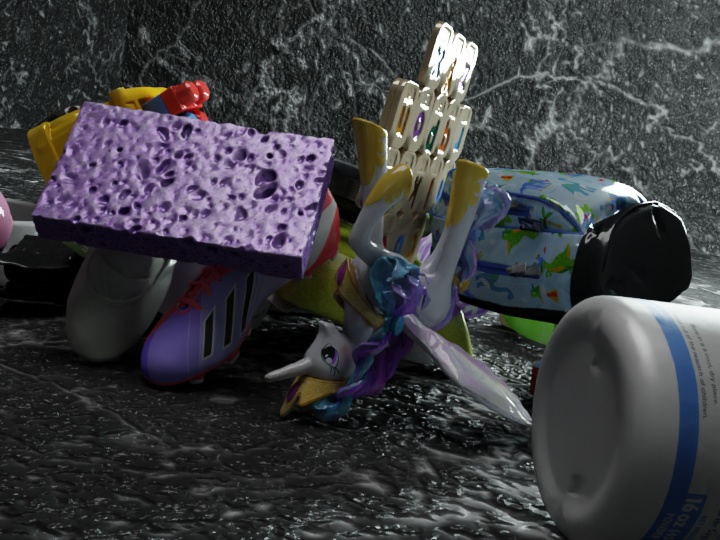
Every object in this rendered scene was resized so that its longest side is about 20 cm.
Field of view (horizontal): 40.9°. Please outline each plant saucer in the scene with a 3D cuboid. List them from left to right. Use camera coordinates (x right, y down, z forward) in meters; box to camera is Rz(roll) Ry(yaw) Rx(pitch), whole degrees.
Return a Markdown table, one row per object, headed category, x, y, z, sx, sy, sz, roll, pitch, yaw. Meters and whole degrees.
| category | x | y | z | sx | sy | sz | roll | pitch | yaw |
| --- | --- | --- | --- | --- | --- | --- | --- | --- | --- |
| plant saucer | 0.000 | 0.000 | 0.864 | 0.197 | 0.048 | 0.200 | 24 | 13 | -25 |

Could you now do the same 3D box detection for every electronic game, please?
| category | x | y | z | sx | sy | sz | roll | pitch | yaw |
| --- | --- | --- | --- | --- | --- | --- | --- | --- | --- |
| electronic game | -0.023 | -0.072 | 0.932 | 0.196 | 0.042 | 0.200 | 19 | -10 | 3 |

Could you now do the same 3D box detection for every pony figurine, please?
| category | x | y | z | sx | sy | sz | roll | pitch | yaw |
| --- | --- | --- | --- | --- | --- | --- | --- | --- | --- |
| pony figurine | 0.037 | 0.021 | 0.680 | 0.191 | 0.204 | 0.166 | 20 | -2 | -36 |

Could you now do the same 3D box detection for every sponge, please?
| category | x | y | z | sx | sy | sz | roll | pitch | yaw |
| --- | --- | --- | --- | --- | --- | --- | --- | --- | --- |
| sponge | -0.123 | -0.059 | 0.689 | 0.196 | 0.113 | 0.030 | 10 | -35 | 7 |

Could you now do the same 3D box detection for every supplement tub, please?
| category | x | y | z | sx | sy | sz | roll | pitch | yaw |
| --- | --- | --- | --- | --- | --- | --- | --- | --- | --- |
| supplement tub | 0.204 | 0.088 | 0.522 | 0.196 | 0.135 | 0.132 | 7 | 9 | -12 |

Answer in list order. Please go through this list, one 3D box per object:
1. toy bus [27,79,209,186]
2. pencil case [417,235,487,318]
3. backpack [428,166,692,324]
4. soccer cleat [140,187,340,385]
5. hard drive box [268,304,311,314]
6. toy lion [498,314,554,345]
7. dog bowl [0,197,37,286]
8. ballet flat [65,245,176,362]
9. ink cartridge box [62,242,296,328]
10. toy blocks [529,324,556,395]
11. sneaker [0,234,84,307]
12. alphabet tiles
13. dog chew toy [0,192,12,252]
| category | x | y | z | sx | sy | sz | roll | pitch | yaw |
| --- | --- | --- | --- | --- | --- | --- | --- | --- | --- |
| toy bus | -0.235 | -0.144 | 1.068 | 0.190 | 0.137 | 0.200 | -29 | 4 | 16 |
| pencil case | 0.109 | -0.009 | 1.166 | 0.084 | 0.086 | 0.200 | 43 | 5 | -21 |
| backpack | 0.148 | -0.021 | 0.805 | 0.198 | 0.157 | 0.162 | -8 | 6 | 45 |
| soccer cleat | -0.088 | 0.002 | 0.701 | 0.066 | 0.077 | 0.200 | 23 | 50 | 35 |
| hard drive box | -0.118 | -0.012 | 1.010 | 0.196 | 0.078 | 0.155 | 6 | 9 | -26 |
| toy lion | 0.253 | 0.063 | 1.012 | 0.196 | 0.070 | 0.192 | 9 | 16 | -1 |
| dog bowl | -0.377 | -0.035 | 0.945 | 0.196 | 0.060 | 0.200 | 8 | 8 | -1 |
| ballet flat | -0.161 | -0.026 | 0.723 | 0.068 | 0.070 | 0.202 | 11 | 51 | 18 |
| ink cartridge box | -0.139 | -0.001 | 0.829 | 0.198 | 0.068 | 0.117 | 34 | 13 | 11 |
| toy blocks | 0.232 | 0.080 | 0.797 | 0.197 | 0.102 | 0.136 | 14 | 21 | 29 |
| sneaker | -0.268 | -0.006 | 0.865 | 0.102 | 0.061 | 0.200 | 12 | 11 | -12 |
| alphabet tiles | 0.048 | -0.096 | 0.786 | 0.014 | 0.199 | 0.199 | 19 | 9 | 18 |
| dog chew toy | -0.367 | -0.041 | 0.771 | 0.123 | 0.127 | 0.199 | 14 | 8 | 32 |
